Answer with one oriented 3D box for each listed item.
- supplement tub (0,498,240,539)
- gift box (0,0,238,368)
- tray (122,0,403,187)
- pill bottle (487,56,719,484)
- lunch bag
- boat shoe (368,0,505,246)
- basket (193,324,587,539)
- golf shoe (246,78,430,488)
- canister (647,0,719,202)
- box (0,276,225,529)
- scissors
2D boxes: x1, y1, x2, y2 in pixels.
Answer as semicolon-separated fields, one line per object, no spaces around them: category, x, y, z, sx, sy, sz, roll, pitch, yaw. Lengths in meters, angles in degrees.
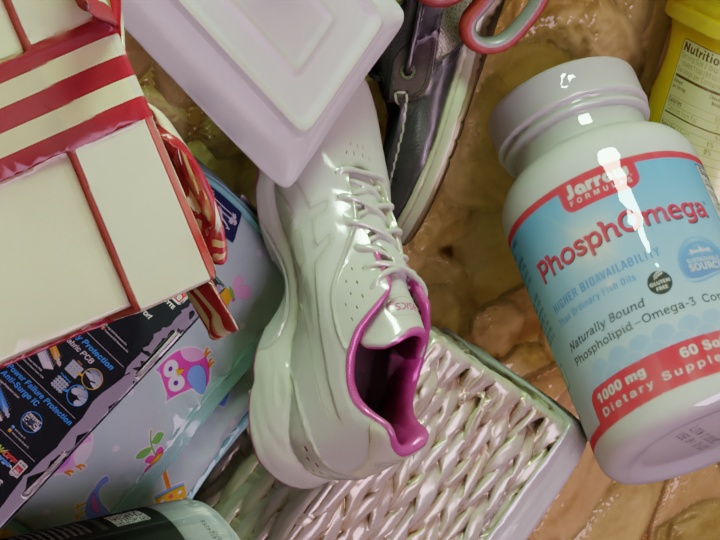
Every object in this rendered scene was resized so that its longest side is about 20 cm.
supplement tub;-0.148;0.179;1.061;0.199;0.122;0.123;-10;117;-29
gift box;-0.155;-0.033;0.911;0.186;0.200;0.185;-24;97;-17
tray;-0.059;-0.136;1.029;0.200;0.022;0.108;46;68;-33
pill bottle;0.137;-0.003;1.200;0.108;0.201;0.109;-18;158;-8
lunch bag;-0.113;0.038;1.136;0.200;0.077;0.160;-49;128;-4
boat shoe;0.030;-0.115;1.169;0.066;0.072;0.202;17;98;-4
basket;-0.006;0.111;1.209;0.123;0.135;0.200;38;88;-35
golf shoe;0.000;0.000;1.097;0.075;0.091;0.201;5;83;-44
canister;0.212;-0.056;1.303;0.148;0.086;0.201;3;111;-35
box;-0.183;-0.004;1.032;0.200;0.046;0.159;44;84;-7
scissors;0.091;-0.195;1.101;0.073;0.014;0.201;27;104;-20
